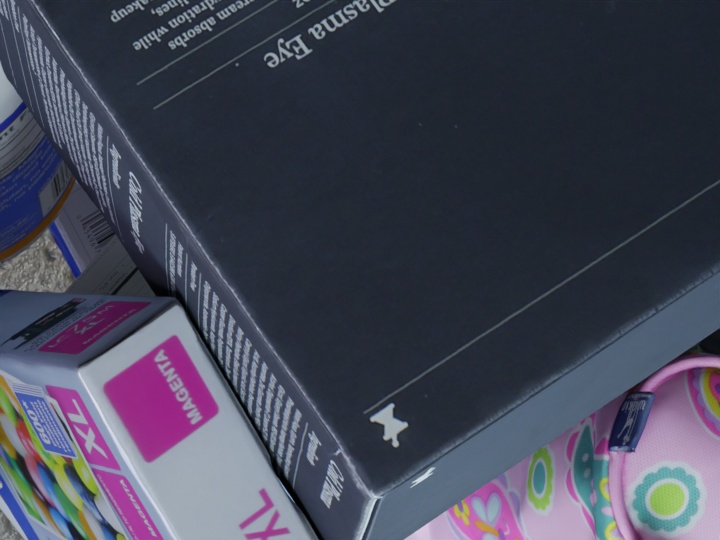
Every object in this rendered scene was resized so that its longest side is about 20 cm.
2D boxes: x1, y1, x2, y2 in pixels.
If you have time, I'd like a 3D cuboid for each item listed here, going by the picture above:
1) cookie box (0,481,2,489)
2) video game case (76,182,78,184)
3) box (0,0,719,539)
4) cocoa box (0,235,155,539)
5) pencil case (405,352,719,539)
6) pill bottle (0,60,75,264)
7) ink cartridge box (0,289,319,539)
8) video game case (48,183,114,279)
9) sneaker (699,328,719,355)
[{"bbox_3d":[-0.200,0.029,0.702,0.171,0.075,0.200,54,166,-2],"label":"cookie box"},{"bbox_3d":[0.000,0.000,0.833,0.182,0.022,0.200,37,160,-28],"label":"video game case"},{"bbox_3d":[0.029,-0.052,0.572,0.182,0.200,0.104,55,167,14],"label":"box"},{"bbox_3d":[-0.038,0.094,0.835,0.131,0.133,0.200,10,141,42],"label":"cocoa box"},{"bbox_3d":[0.072,0.079,0.696,0.087,0.087,0.200,58,156,-4],"label":"pencil case"},{"bbox_3d":[-0.149,-0.074,0.673,0.112,0.112,0.200,55,168,12],"label":"pill bottle"},{"bbox_3d":[-0.075,0.064,0.636,0.119,0.042,0.200,61,160,-14],"label":"ink cartridge box"},{"bbox_3d":[-0.074,-0.095,0.928,0.045,0.181,0.200,47,164,45],"label":"video game case"},{"bbox_3d":[0.094,-0.025,0.685,0.200,0.075,0.082,52,166,20],"label":"sneaker"}]
